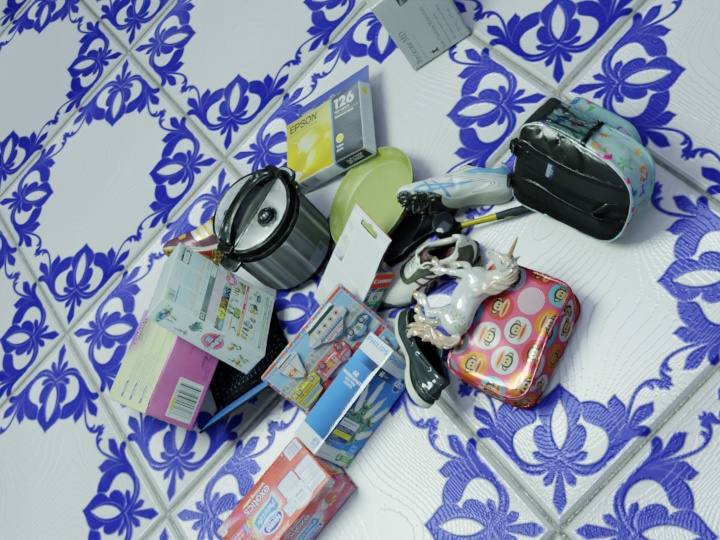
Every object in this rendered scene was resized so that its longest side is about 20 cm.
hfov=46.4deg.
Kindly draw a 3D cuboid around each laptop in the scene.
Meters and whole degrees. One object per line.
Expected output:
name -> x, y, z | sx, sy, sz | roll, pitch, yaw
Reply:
laptop -> -0.216, 0.167, 1.471 | 0.176, 0.103, 0.201 | -34, 57, 11

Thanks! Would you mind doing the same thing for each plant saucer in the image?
plant saucer -> 0.025, -0.122, 1.483 | 0.199, 0.031, 0.202 | -26, 51, 36

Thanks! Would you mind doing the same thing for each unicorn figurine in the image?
unicorn figurine -> 0.157, 0.028, 1.266 | 0.136, 0.074, 0.202 | 24, 96, 35

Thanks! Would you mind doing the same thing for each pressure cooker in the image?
pressure cooker -> -0.161, -0.079, 1.488 | 0.177, 0.200, 0.178 | -21, 57, 19

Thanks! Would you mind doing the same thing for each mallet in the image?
mallet -> 0.218, -0.083, 1.386 | 0.197, 0.066, 0.042 | -11, 68, 8

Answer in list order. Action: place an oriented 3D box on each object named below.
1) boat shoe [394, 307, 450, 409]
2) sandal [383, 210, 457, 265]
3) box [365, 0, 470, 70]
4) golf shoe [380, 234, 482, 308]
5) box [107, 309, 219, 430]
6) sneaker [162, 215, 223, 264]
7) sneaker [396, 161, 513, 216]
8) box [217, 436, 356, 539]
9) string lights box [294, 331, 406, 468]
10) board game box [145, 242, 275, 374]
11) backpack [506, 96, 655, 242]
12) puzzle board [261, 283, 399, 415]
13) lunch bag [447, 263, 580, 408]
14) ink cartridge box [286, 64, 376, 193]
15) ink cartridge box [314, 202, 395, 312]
boat shoe -> 0.101, 0.120, 1.304 | 0.066, 0.074, 0.200 | -42, 26, 25
sandal -> 0.099, -0.089, 1.442 | 0.200, 0.048, 0.075 | -45, 54, 4
box -> 0.082, -0.520, 1.550 | 0.130, 0.199, 0.202 | -30, 58, 15
golf shoe -> 0.100, -0.008, 1.383 | 0.198, 0.088, 0.078 | -28, 59, 18
box -> -0.346, 0.173, 1.502 | 0.199, 0.096, 0.178 | 0, 66, 55
sneaker -> -0.293, -0.063, 1.643 | 0.197, 0.075, 0.091 | -4, 59, 21
sneaker -> 0.154, -0.138, 1.390 | 0.197, 0.072, 0.073 | -7, 61, -7
box -> -0.116, 0.377, 1.327 | 0.201, 0.095, 0.100 | -51, 54, 1
string lights box -> -0.005, 0.207, 1.336 | 0.059, 0.103, 0.201 | 37, 89, 38
board game box -> -0.249, 0.063, 1.426 | 0.064, 0.199, 0.148 | -44, 25, 33
backpack -> 0.339, -0.147, 1.256 | 0.150, 0.179, 0.199 | -37, 57, -26
puzzle board -> -0.043, 0.144, 1.367 | 0.200, 0.150, 0.017 | -50, 20, 0
lunch bag -> 0.220, 0.091, 1.275 | 0.175, 0.082, 0.202 | 23, 81, 35
ink cartridge box -> -0.061, -0.271, 1.589 | 0.196, 0.047, 0.202 | -24, 60, 36
ink cartridge box -> 0.000, 0.000, 1.401 | 0.109, 0.050, 0.201 | 48, 126, 35
